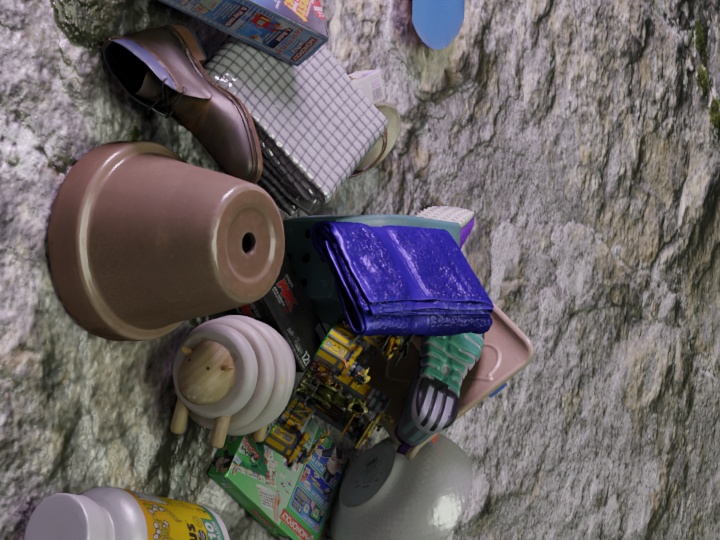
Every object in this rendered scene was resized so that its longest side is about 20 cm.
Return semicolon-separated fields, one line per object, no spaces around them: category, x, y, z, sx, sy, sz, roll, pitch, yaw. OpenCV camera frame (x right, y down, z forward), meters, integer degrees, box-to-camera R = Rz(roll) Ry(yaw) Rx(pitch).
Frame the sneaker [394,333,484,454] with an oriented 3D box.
sneaker;0.082;0.121;1.595;0.074;0.088;0.200;34;43;-7

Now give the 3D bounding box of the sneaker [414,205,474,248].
sneaker;0.091;-0.011;1.826;0.200;0.069;0.100;-43;136;-46

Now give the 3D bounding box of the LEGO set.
LEGO set;-0.008;0.139;1.514;0.201;0.116;0.154;-59;178;21

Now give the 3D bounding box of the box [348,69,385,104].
box;-0.039;-0.197;1.643;0.200;0.039;0.042;-35;118;-50

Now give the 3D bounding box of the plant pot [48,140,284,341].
plant pot;-0.174;-0.026;1.335;0.200;0.174;0.201;-6;98;-55

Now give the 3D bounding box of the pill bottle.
pill bottle;-0.225;0.270;1.329;0.200;0.112;0.113;27;69;-53

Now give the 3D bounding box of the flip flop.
flip flop;-0.003;-0.152;1.681;0.200;0.057;0.082;-31;116;-51

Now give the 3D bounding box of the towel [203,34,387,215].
towel;-0.082;-0.176;1.499;0.200;0.085;0.166;46;49;-14

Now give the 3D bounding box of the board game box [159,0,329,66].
board game box;-0.116;-0.318;1.439;0.199;0.062;0.201;34;48;-23

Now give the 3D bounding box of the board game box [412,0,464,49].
board game box;0.090;-0.396;1.828;0.158;0.039;0.201;-17;110;-59

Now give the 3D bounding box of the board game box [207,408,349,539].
board game box;-0.090;0.228;1.597;0.200;0.029;0.135;53;50;-42

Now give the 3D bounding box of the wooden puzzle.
wooden puzzle;0.103;0.124;1.670;0.200;0.185;0.046;-41;124;0

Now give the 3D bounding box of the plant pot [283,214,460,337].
plant pot;0.000;0.000;1.631;0.199;0.141;0.142;10;83;-49

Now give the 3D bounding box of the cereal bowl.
cereal bowl;0.035;0.270;1.650;0.083;0.200;0.201;41;56;-24

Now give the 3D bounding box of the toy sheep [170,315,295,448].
toy sheep;-0.132;0.113;1.451;0.200;0.137;0.139;4;89;-70

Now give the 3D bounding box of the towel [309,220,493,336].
towel;0.052;0.005;1.513;0.199;0.050;0.148;2;52;-41

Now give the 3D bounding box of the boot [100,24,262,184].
boot;-0.179;-0.160;1.360;0.097;0.075;0.200;-12;60;-45

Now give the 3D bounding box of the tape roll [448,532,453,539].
tape roll;0.057;0.359;1.813;0.202;0.037;0.204;-3;94;-56

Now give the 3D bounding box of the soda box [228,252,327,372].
soda box;-0.111;0.020;1.518;0.063;0.070;0.201;-54;133;-37
